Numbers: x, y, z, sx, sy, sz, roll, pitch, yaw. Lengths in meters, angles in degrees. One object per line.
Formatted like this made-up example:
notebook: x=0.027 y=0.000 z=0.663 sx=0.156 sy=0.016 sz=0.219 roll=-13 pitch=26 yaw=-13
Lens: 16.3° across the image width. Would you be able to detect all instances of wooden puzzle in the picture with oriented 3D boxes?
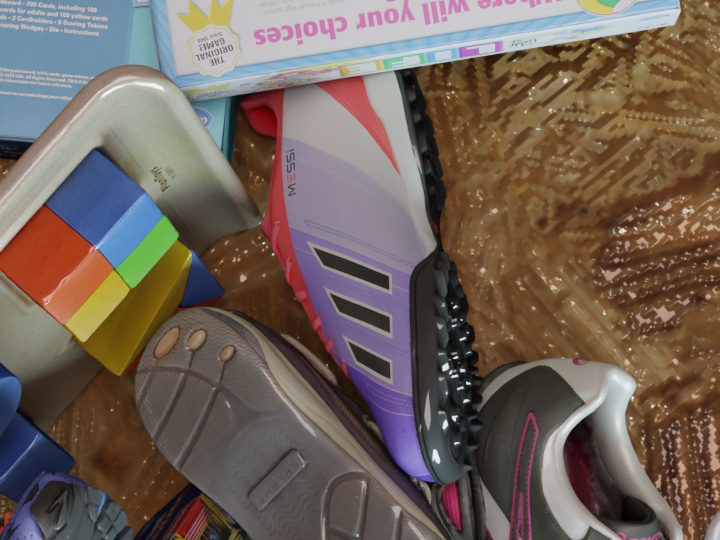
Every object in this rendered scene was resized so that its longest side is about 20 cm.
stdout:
wooden puzzle: x=-0.119 y=0.029 z=0.927 sx=0.200 sy=0.185 sz=0.046 roll=-45 pitch=74 yaw=-5

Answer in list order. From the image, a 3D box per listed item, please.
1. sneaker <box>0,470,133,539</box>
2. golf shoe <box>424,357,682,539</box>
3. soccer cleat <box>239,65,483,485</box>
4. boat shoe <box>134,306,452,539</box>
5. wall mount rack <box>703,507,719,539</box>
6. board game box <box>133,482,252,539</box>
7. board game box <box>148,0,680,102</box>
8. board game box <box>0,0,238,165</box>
sneaker: x=-0.148 y=0.124 z=0.911 sx=0.078 sy=0.200 sz=0.075 roll=37 pitch=49 yaw=-4
golf shoe: x=0.081 y=0.131 z=0.955 sx=0.077 sy=0.088 sz=0.200 roll=-9 pitch=82 yaw=-43
soccer cleat: x=0.000 y=0.000 z=0.969 sx=0.073 sy=0.068 sz=0.200 roll=-15 pitch=55 yaw=8
boat shoe: x=0.000 y=0.091 z=0.946 sx=0.074 sy=0.073 sz=0.200 roll=-41 pitch=79 yaw=26
wall mount rack: x=0.234 y=0.123 z=0.978 sx=0.200 sy=0.075 sz=0.174 roll=-16 pitch=79 yaw=-2
board game box: x=-0.024 y=0.194 z=0.922 sx=0.200 sy=0.200 sz=0.062 roll=44 pitch=117 yaw=-7
board game box: x=0.013 y=-0.146 z=0.971 sx=0.200 sy=0.034 sz=0.135 roll=-8 pitch=85 yaw=2
board game box: x=-0.118 y=-0.144 z=1.021 sx=0.151 sy=0.047 sz=0.200 roll=6 pitch=82 yaw=0
